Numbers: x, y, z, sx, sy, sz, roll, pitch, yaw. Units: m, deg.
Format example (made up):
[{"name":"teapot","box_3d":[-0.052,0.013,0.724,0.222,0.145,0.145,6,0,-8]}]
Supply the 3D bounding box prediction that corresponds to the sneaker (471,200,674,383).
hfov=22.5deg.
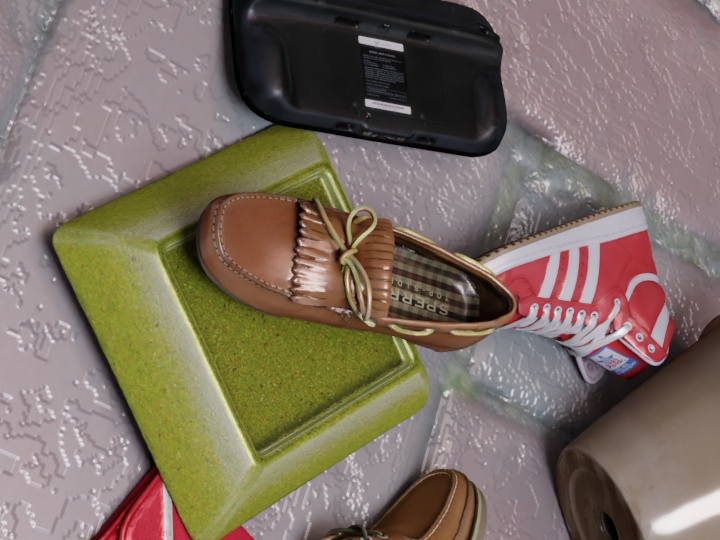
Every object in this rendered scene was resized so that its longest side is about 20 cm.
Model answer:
[{"name":"sneaker","box_3d":[0.127,0.031,1.168,0.200,0.071,0.113,-19,88,-36]}]

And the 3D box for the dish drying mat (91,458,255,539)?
[{"name":"dish drying mat","box_3d":[-0.066,0.200,1.042,0.200,0.018,0.077,49,58,-16]}]

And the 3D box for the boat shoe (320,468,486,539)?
[{"name":"boat shoe","box_3d":[0.008,0.178,1.051,0.068,0.072,0.200,51,48,-18]}]

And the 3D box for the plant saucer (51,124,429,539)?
[{"name":"plant saucer","box_3d":[-0.051,0.027,1.055,0.200,0.048,0.200,-29,97,-39]}]

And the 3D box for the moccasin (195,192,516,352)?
[{"name":"moccasin","box_3d":[0.000,0.002,1.018,0.201,0.078,0.074,24,66,-29]}]

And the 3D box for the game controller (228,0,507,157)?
[{"name":"game controller","box_3d":[0.009,-0.130,1.136,0.200,0.042,0.105,7,75,-32]}]

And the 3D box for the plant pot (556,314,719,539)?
[{"name":"plant pot","box_3d":[0.229,0.135,1.160,0.173,0.200,0.200,-20,93,-19]}]
